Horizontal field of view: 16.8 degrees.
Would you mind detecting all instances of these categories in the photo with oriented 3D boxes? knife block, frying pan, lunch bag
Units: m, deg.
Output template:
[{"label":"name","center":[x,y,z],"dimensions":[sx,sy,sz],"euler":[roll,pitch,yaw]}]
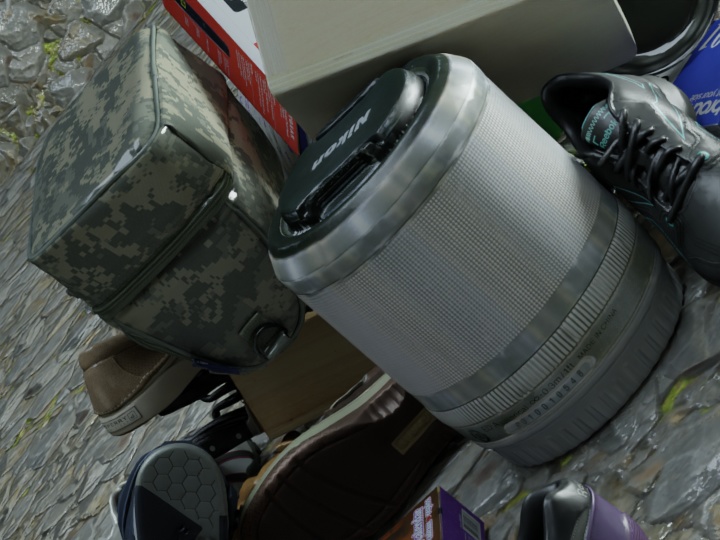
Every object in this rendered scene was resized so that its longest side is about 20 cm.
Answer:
[{"label":"knife block","center":[-0.046,0.068,1.618],"dimensions":[0.175,0.064,0.200],"euler":[-37,12,-22]},{"label":"frying pan","center":[0.142,-0.142,1.481],"dimensions":[0.190,0.115,0.031],"euler":[-52,-20,12]},{"label":"lunch bag","center":[-0.114,-0.036,1.577],"dimensions":[0.139,0.167,0.200],"euler":[-46,23,17]}]

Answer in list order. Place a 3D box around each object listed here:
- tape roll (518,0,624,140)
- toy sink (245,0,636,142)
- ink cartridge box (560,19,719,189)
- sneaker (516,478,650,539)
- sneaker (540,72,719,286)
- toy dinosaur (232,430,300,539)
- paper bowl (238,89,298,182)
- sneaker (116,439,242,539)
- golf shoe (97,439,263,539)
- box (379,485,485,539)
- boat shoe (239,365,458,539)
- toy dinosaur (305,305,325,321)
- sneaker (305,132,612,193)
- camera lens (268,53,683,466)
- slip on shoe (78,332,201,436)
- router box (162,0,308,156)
[{"label":"tape roll","center":[0.152,-0.156,1.602],"dimensions":[0.201,0.048,0.200],"euler":[-54,-2,-2]},{"label":"toy sink","center":[0.045,-0.162,1.429],"dimensions":[0.199,0.130,0.113],"euler":[-20,69,12]},{"label":"ink cartridge box","center":[0.201,-0.103,1.471],"dimensions":[0.094,0.044,0.200],"euler":[-56,17,-15]},{"label":"sneaker","center":[0.059,0.188,1.124],"dimensions":[0.201,0.087,0.076],"euler":[-55,18,-18]},{"label":"sneaker","center":[0.164,-0.053,1.331],"dimensions":[0.076,0.079,0.200],"euler":[-64,32,15]},{"label":"toy dinosaur","center":[-0.060,0.145,1.576],"dimensions":[0.106,0.060,0.201],"euler":[-35,22,44]},{"label":"paper bowl","center":[0.022,-0.124,1.705],"dimensions":[0.104,0.201,0.201],"euler":[-21,32,53]},{"label":"sneaker","center":[-0.113,0.203,1.491],"dimensions":[0.146,0.076,0.204],"euler":[-178,93,-82]},{"label":"golf shoe","center":[-0.122,0.155,1.668],"dimensions":[0.077,0.088,0.200],"euler":[-44,16,23]},{"label":"box","center":[0.010,0.215,1.278],"dimensions":[0.137,0.039,0.200],"euler":[-45,17,18]},{"label":"boat shoe","center":[0.009,0.103,1.484],"dimensions":[0.202,0.075,0.075],"euler":[-39,11,-1]},{"label":"toy dinosaur","center":[0.000,0.000,1.525],"dimensions":[0.200,0.047,0.089],"euler":[-129,40,-54]},{"label":"sneaker","center":[0.060,-0.059,1.523],"dimensions":[0.076,0.199,0.076],"euler":[-25,-45,-83]},{"label":"camera lens","center":[0.060,-0.008,1.354],"dimensions":[0.160,0.200,0.160],"euler":[-44,17,17]},{"label":"slip on shoe","center":[-0.125,0.038,1.642],"dimensions":[0.076,0.061,0.200],"euler":[-27,12,40]},{"label":"router box","center":[-0.007,-0.184,1.619],"dimensions":[0.199,0.049,0.180],"euler":[-27,52,-19]}]
